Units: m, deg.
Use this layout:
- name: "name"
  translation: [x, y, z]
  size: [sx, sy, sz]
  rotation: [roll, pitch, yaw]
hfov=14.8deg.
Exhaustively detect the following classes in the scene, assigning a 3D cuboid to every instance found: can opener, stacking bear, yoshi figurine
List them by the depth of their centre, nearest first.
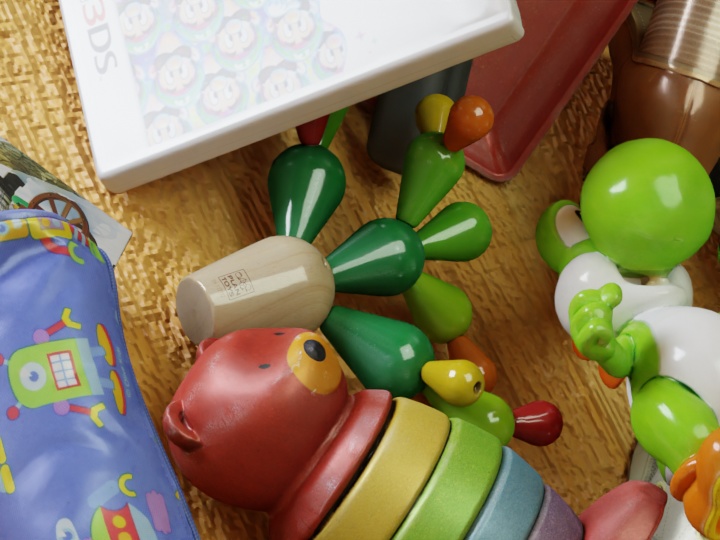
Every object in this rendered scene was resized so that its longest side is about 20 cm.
- name: "stacking bear"
  translation: [0.010, 0.097, 1.164]
  size: [0.200, 0.114, 0.122]
  rotation: [35, 37, -6]
- name: "yoshi figurine"
  translation: [0.142, 0.016, 1.211]
  size: [0.112, 0.112, 0.200]
  rotation: [45, 7, -48]
- name: "can opener"
  translation: [0.027, -0.148, 1.310]
  size: [0.067, 0.201, 0.053]
  rotation: [21, 24, 20]

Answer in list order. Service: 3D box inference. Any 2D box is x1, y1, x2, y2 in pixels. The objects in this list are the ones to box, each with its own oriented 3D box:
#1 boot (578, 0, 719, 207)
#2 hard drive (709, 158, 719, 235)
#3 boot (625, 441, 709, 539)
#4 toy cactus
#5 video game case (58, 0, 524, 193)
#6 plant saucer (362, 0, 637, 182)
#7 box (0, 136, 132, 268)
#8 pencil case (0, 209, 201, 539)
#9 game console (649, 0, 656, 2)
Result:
- name: "boot"
  translation: [0.140, -0.059, 1.391]
  size: [0.073, 0.200, 0.155]
  rotation: [18, 85, 3]
- name: "hard drive"
  translation: [0.268, -0.019, 1.394]
  size: [0.140, 0.200, 0.038]
  rotation: [35, 71, -16]
- name: "boot"
  translation: [0.181, 0.113, 1.257]
  size: [0.072, 0.155, 0.200]
  rotation: [32, 46, -18]
- name: "toy cactus"
  translation: [0.000, 0.000, 1.236]
  size: [0.165, 0.102, 0.201]
  rotation: [-16, 81, -34]
- name: "video game case"
  translation: [-0.043, -0.149, 1.244]
  size: [0.024, 0.199, 0.183]
  rotation: [48, 25, -63]
- name: "plant saucer"
  translation: [0.044, -0.172, 1.340]
  size: [0.200, 0.200, 0.037]
  rotation: [29, 15, -21]
- name: "box"
  translation: [-0.202, -0.020, 1.123]
  size: [0.200, 0.038, 0.137]
  rotation: [36, 45, -14]
- name: "pencil case"
  translation: [-0.108, 0.074, 1.040]
  size: [0.087, 0.078, 0.200]
  rotation: [-18, 68, -12]
- name: "game console"
  translation: [0.179, -0.246, 1.528]
  size: [0.200, 0.119, 0.173]
  rotation: [9, 56, -34]
